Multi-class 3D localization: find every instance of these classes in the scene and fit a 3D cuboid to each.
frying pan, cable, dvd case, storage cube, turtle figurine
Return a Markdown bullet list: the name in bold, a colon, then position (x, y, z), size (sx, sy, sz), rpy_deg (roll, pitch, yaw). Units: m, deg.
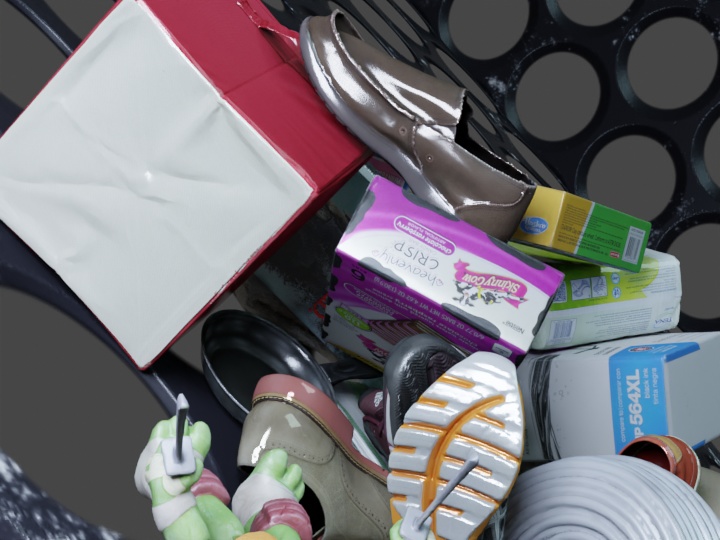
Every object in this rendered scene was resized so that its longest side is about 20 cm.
- **frying pan**: position (-0.051, 0.065, 1.073), size (0.115, 0.031, 0.190), rpy_deg (45, 25, 6)
- **cable**: position (0.144, 0.214, 0.960), size (0.069, 0.201, 0.201), rpy_deg (20, 27, -42)
- **dvd case**: position (0.000, 0.000, 1.132), size (0.200, 0.146, 0.022), rpy_deg (45, 40, -8)
- **storage cube**: position (-0.116, -0.075, 1.001), size (0.171, 0.200, 0.180), rpy_deg (46, 21, -2)
- **turtle figurine**: position (-0.037, 0.116, 0.767), size (0.194, 0.142, 0.203), rpy_deg (-144, -134, -64)

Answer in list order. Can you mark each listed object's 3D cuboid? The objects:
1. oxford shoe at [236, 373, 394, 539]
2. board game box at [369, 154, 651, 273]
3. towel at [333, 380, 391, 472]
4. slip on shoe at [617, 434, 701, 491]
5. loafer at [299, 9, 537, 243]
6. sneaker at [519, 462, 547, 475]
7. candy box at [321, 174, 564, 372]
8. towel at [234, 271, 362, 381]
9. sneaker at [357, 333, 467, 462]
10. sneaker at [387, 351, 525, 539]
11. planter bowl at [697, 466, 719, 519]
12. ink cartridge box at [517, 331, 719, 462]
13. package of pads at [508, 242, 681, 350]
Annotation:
- **oxford shoe**: position (-0.014, 0.157, 0.974), size (0.200, 0.070, 0.075), rpy_deg (48, 48, -26)
- **board game box**: position (0.098, -0.048, 1.150), size (0.198, 0.041, 0.152), rpy_deg (16, 2, 34)
- **towel**: position (0.033, 0.151, 1.169), size (0.150, 0.031, 0.200), rpy_deg (55, 14, 21)
- **slip on shoe**: position (0.161, 0.196, 1.040), size (0.074, 0.201, 0.061), rpy_deg (33, -3, 34)
- **loafer**: position (0.042, -0.101, 0.996), size (0.200, 0.071, 0.073), rpy_deg (47, 20, -2)
- **sneaker**: position (0.154, 0.184, 1.334), size (0.081, 0.076, 0.200), rpy_deg (52, 14, -19)
- **candy box**: position (0.047, 0.026, 1.011), size (0.135, 0.061, 0.200), rpy_deg (28, -17, 6)
- **towel**: position (-0.046, 0.019, 1.264), size (0.199, 0.034, 0.133), rpy_deg (34, 19, -42)
- **sneaker**: position (0.029, 0.097, 1.017), size (0.115, 0.076, 0.201), rpy_deg (34, -22, 40)
- **sneaker**: position (0.058, 0.144, 0.940), size (0.078, 0.202, 0.077), rpy_deg (20, 14, 19)
- **planter bowl**: position (0.196, 0.226, 1.147), size (0.133, 0.202, 0.200), rpy_deg (23, 10, 13)
- **ink cartridge box**: position (0.178, 0.100, 1.215), size (0.145, 0.198, 0.085), rpy_deg (-11, 97, -58)
- **package of pads**: position (0.150, 0.010, 1.263), size (0.153, 0.069, 0.199), rpy_deg (-7, 14, -32)
